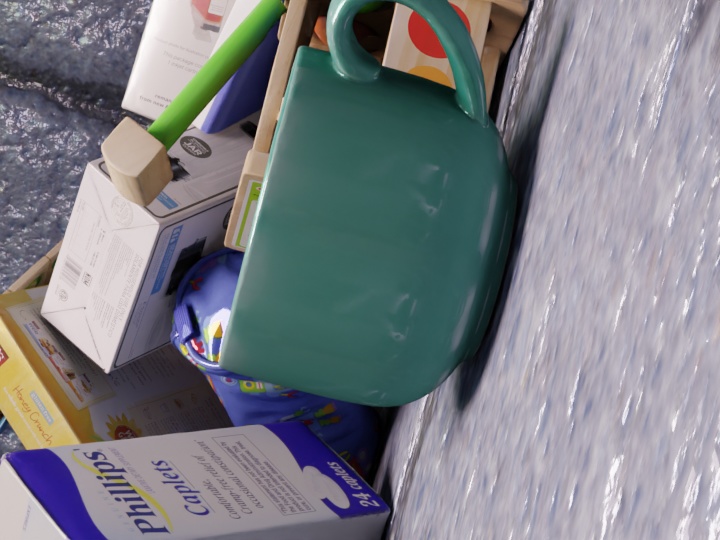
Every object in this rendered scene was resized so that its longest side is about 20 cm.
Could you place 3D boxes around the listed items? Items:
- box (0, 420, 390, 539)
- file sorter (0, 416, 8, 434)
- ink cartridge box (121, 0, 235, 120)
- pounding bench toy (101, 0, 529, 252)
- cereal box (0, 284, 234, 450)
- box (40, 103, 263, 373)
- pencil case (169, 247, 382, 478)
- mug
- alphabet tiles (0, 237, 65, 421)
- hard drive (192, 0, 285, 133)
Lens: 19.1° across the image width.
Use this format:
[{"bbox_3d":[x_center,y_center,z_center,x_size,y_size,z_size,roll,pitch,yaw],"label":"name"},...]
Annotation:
[{"bbox_3d":[-0.109,0.192,1.189,0.105,0.199,0.185,41,124,44],"label":"box"},{"bbox_3d":[-0.150,0.164,1.370,0.123,0.138,0.201,-53,39,20],"label":"file sorter"},{"bbox_3d":[-0.088,-0.202,1.528,0.145,0.083,0.202,-36,-34,-77],"label":"ink cartridge box"},{"bbox_3d":[-0.026,-0.097,1.141,0.124,0.198,0.157,115,169,-72],"label":"pounding bench toy"},{"bbox_3d":[-0.145,0.072,1.307,0.039,0.144,0.200,-39,-11,22],"label":"cereal box"},{"bbox_3d":[-0.090,-0.029,1.282,0.199,0.060,0.117,-26,-34,-50],"label":"box"},{"bbox_3d":[-0.050,0.067,1.278,0.200,0.086,0.078,62,-174,-54],"label":"pencil case"},{"bbox_3d":[0.010,-0.024,0.974,0.186,0.113,0.153,111,173,-56],"label":"mug"},{"bbox_3d":[-0.205,0.034,1.391,0.167,0.008,0.200,-46,-11,-34],"label":"alphabet tiles"},{"bbox_3d":[-0.023,-0.179,1.241,0.132,0.025,0.201,-35,-20,-51],"label":"hard drive"}]
